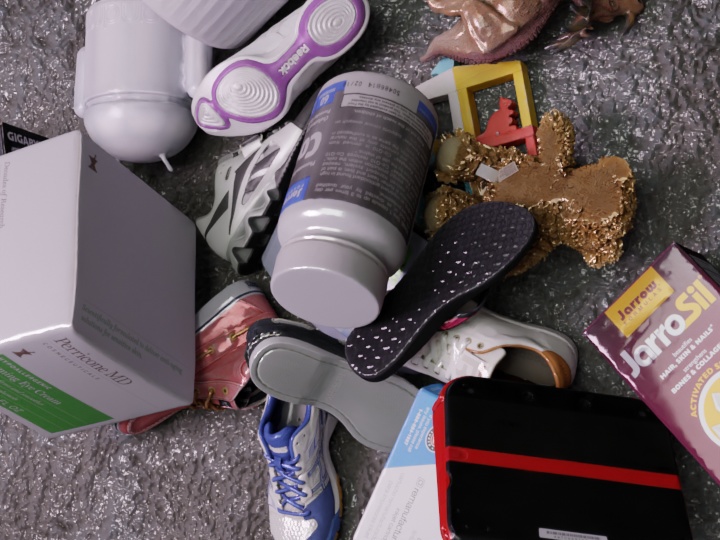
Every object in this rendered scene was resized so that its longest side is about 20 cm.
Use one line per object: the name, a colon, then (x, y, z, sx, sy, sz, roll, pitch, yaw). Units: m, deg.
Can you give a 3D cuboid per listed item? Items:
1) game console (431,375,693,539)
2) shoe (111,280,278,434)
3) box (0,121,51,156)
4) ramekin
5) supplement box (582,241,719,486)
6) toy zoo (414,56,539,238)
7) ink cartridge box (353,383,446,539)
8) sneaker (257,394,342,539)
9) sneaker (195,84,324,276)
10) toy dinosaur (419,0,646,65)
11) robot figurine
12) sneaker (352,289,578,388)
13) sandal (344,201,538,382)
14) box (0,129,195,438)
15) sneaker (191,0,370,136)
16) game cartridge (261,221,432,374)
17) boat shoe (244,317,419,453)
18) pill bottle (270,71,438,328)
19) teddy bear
game console: (0.156, 0.160, 1.225, 0.198, 0.031, 0.178, 8, 42, -7)
shoe: (-0.150, 0.107, 1.477, 0.200, 0.071, 0.091, -43, 62, 10)
box: (-0.367, -0.077, 1.539, 0.199, 0.198, 0.050, -17, 76, 23)
ramekin: (-0.152, -0.302, 1.471, 0.098, 0.200, 0.201, -46, 66, 22)
supplement box: (0.291, 0.087, 1.257, 0.110, 0.086, 0.200, -47, 66, 13)
toy zoo: (0.100, -0.105, 1.414, 0.130, 0.020, 0.202, -14, 77, 24)
ink cartridge box: (0.117, 0.203, 1.307, 0.199, 0.086, 0.147, 25, 94, 16)
sneaker: (-0.065, 0.171, 1.418, 0.075, 0.088, 0.202, -4, 82, 27)
sneaker: (-0.091, -0.102, 1.477, 0.088, 0.074, 0.201, 38, 99, 23)
toy dinosaur: (0.137, -0.223, 1.371, 0.199, 0.086, 0.136, -35, 74, 17)
robot figurine: (-0.214, -0.192, 1.528, 0.169, 0.113, 0.202, -7, 80, 35)
sneaker: (0.085, 0.065, 1.330, 0.199, 0.085, 0.073, 11, 109, 10)
sandal: (0.070, 0.018, 1.315, 0.200, 0.045, 0.075, -44, 50, 10)
box: (-0.268, 0.019, 1.417, 0.170, 0.199, 0.201, -16, 59, 22)
sneaker: (-0.068, -0.193, 1.468, 0.199, 0.100, 0.075, -34, 96, 11)
game cartridge: (0.000, 0.000, 1.427, 0.200, 0.040, 0.134, 36, 115, 27)
boat shoe: (-0.012, 0.097, 1.371, 0.076, 0.199, 0.060, -50, 27, 16)
pill bottle: (-0.007, -0.059, 1.331, 0.113, 0.114, 0.201, -1, 56, 26)
teddy bear: (0.145, -0.063, 1.346, 0.199, 0.067, 0.146, -8, 70, 22)
